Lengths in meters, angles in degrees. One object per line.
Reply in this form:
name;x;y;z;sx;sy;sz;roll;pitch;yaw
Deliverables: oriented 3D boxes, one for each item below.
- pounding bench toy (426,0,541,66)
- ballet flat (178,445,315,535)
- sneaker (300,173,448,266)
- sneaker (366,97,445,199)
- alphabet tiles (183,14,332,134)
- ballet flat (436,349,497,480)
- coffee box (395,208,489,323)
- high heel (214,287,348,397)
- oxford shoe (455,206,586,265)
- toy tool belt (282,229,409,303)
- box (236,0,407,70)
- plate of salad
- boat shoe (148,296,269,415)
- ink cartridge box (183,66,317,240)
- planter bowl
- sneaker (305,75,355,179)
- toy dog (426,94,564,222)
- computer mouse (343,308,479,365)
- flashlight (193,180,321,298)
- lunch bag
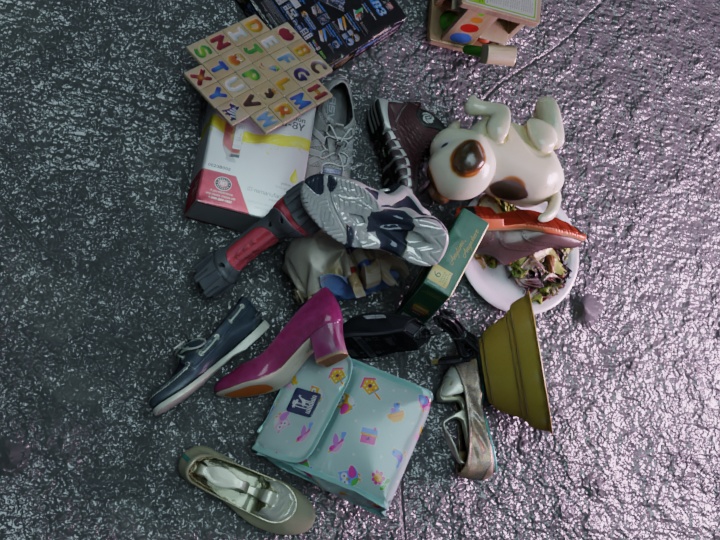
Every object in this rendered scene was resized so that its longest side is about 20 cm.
pounding bench toy;0.177;-0.370;1.732;0.123;0.156;0.202;10;73;-16
ballet flat;-0.143;0.286;1.509;0.198;0.069;0.070;26;70;-11
sneaker;0.015;-0.076;1.503;0.197;0.130;0.080;16;103;-7
sneaker;0.088;-0.160;1.695;0.114;0.076;0.202;-9;79;-23
alphabet tiles;-0.137;-0.271;1.596;0.167;0.006;0.199;47;52;11
ballet flat;0.142;0.192;1.630;0.066;0.068;0.202;-6;77;-13
coffee box;0.106;0.006;1.588;0.044;0.200;0.124;30;68;0
high heel;-0.111;0.098;1.534;0.067;0.199;0.097;26;44;-57
oxford shoe;0.226;-0.045;1.679;0.198;0.071;0.073;6;110;-11
toy tool belt;0.000;0.000;1.592;0.198;0.125;0.124;-18;70;-15
box;-0.065;-0.397;1.716;0.198;0.050;0.201;-36;89;-23
plate of salad;0.238;-0.035;1.727;0.198;0.048;0.202;5;74;-18
boat shoe;-0.205;0.109;1.528;0.200;0.075;0.062;-40;93;-24
ink cartridge box;-0.149;-0.160;1.609;0.144;0.083;0.202;14;72;-15
planter bowl;0.210;0.133;1.623;0.082;0.200;0.203;-9;78;8
sneaker;-0.044;-0.180;1.650;0.074;0.082;0.202;2;76;-18
toy dog;0.180;-0.149;1.661;0.198;0.139;0.196;-5;75;-32
computer mouse;0.065;0.091;1.602;0.140;0.198;0.046;44;42;-48
flashlight;-0.131;-0.035;1.530;0.199;0.068;0.068;-36;76;17
lunch bag;-0.024;0.205;1.542;0.198;0.122;0.172;24;73;6
